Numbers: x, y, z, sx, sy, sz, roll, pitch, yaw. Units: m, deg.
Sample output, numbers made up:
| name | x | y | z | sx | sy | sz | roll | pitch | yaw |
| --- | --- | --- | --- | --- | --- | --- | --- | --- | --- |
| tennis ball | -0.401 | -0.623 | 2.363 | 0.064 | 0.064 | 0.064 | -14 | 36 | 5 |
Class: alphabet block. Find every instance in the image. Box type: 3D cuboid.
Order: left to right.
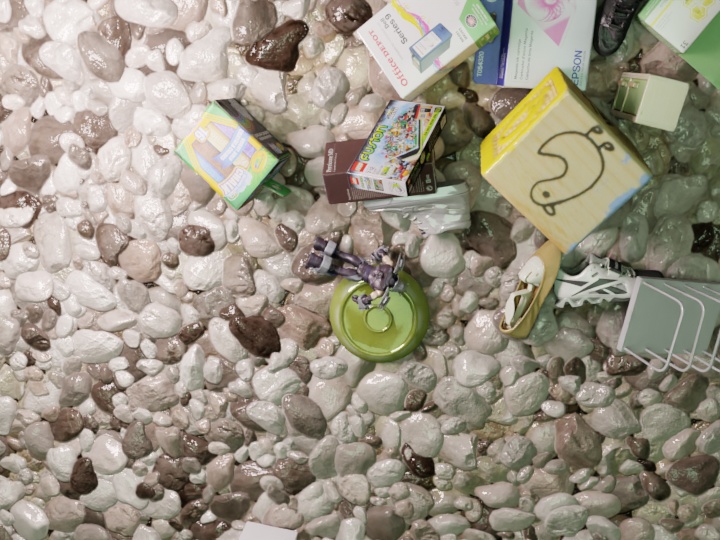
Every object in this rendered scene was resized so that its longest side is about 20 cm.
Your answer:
| name | x | y | z | sx | sy | sz | roll | pitch | yaw |
| --- | --- | --- | --- | --- | --- | --- | --- | --- | --- |
| alphabet block | 0.334 | -0.187 | 1.289 | 0.200 | 0.197 | 0.195 | 40 | 112 | -11 |

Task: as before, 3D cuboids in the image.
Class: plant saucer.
| name | x | y | z | sx | sy | sz | roll | pitch | yaw |
| --- | --- | --- | --- | --- | --- | --- | --- | --- | --- |
| plant saucer | 0.035 | 0.089 | 1.502 | 0.197 | 0.031 | 0.203 | 2 | 104 | 6 |

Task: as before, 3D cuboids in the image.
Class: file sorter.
| name | x | y | z | sx | sy | sz | roll | pitch | yaw |
| --- | --- | --- | --- | --- | --- | --- | --- | --- | --- |
| file sorter | 0.581 | 0.101 | 1.352 | 0.198 | 0.125 | 0.141 | 4 | 107 | -20 |

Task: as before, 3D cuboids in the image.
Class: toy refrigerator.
| name | x | y | z | sx | sy | sz | roll | pitch | yaw |
| --- | --- | --- | --- | --- | --- | --- | --- | --- | --- |
| toy refrigerator | 0.465 | -0.279 | 1.265 | 0.069 | 0.200 | 0.077 | 14 | 107 | 3 |

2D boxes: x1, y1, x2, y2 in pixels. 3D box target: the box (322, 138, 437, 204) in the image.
| name | x | y | z | sx | sy | sz | roll | pitch | yaw |
| --- | --- | --- | --- | --- | --- | --- | --- | --- | --- |
| box | 0.035 | -0.185 | 1.386 | 0.197 | 0.101 | 0.075 | -7 | 134 | 8 |

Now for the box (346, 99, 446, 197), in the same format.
| name | x | y | z | sx | sy | sz | roll | pitch | yaw |
| --- | --- | --- | --- | --- | --- | --- | --- | --- | --- |
| box | 0.066 | -0.213 | 1.329 | 0.109 | 0.201 | 0.035 | 11 | 143 | 22 |

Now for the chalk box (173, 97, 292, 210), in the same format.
| name | x | y | z | sx | sy | sz | roll | pitch | yaw |
| --- | --- | --- | --- | --- | --- | --- | --- | --- | --- |
| chalk box | -0.213 | -0.199 | 1.409 | 0.200 | 0.125 | 0.124 | 44 | 105 | -4 |

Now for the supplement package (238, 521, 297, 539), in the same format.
| name | x | y | z | sx | sy | sz | roll | pitch | yaw |
| --- | --- | --- | --- | --- | --- | --- | --- | --- | --- |
| supplement package | -0.210 | 0.659 | 1.633 | 0.118 | 0.121 | 0.203 | 10 | 106 | 5 |

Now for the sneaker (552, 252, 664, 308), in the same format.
| name | x | y | z | sx | sy | sz | roll | pitch | yaw |
| --- | --- | --- | --- | --- | --- | --- | --- | --- | --- |
| sneaker | 0.450 | 0.009 | 1.407 | 0.197 | 0.074 | 0.090 | -9 | 105 | 9 |

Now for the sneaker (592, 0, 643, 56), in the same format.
| name | x | y | z | sx | sy | sz | roll | pitch | yaw |
| --- | --- | --- | --- | --- | --- | --- | --- | --- | --- |
| sneaker | 0.439 | -0.455 | 1.272 | 0.059 | 0.104 | 0.202 | 17 | 106 | 1 |

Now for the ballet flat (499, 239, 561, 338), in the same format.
| name | x | y | z | sx | sy | sz | roll | pitch | yaw |
| --- | --- | --- | --- | --- | --- | --- | --- | --- | --- |
| ballet flat | 0.313 | 0.035 | 1.429 | 0.062 | 0.069 | 0.202 | 7 | 109 | -30 |

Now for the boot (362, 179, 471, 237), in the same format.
| name | x | y | z | sx | sy | sz | roll | pitch | yaw |
| --- | --- | --- | --- | --- | --- | --- | --- | --- | --- |
| boot | 0.105 | -0.105 | 1.421 | 0.197 | 0.074 | 0.097 | -6 | 107 | 13 |

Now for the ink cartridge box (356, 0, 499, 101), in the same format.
| name | x | y | z | sx | sy | sz | roll | pitch | yaw |
| --- | --- | --- | --- | --- | --- | --- | --- | --- | --- |
| ink cartridge box | 0.115 | -0.409 | 1.323 | 0.199 | 0.087 | 0.146 | -34 | 90 | 18 |

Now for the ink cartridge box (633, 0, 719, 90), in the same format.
| name | x | y | z | sx | sy | sz | roll | pitch | yaw |
| --- | --- | --- | --- | --- | --- | --- | --- | --- | --- |
| ink cartridge box | 0.583 | -0.422 | 1.294 | 0.199 | 0.048 | 0.146 | 39 | 105 | -1 |

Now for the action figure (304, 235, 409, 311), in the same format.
| name | x | y | z | sx | sy | sz | roll | pitch | yaw |
| --- | --- | --- | --- | --- | --- | --- | --- | --- | --- |
| action figure | 0.000 | 0.000 | 1.446 | 0.198 | 0.070 | 0.131 | 23 | 63 | 4 |

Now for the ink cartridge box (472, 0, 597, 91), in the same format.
| name | x | y | z | sx | sy | sz | roll | pitch | yaw |
| --- | --- | --- | --- | --- | --- | --- | --- | --- | --- |
| ink cartridge box | 0.300 | -0.415 | 1.333 | 0.197 | 0.043 | 0.199 | 4 | 105 | 5 |
